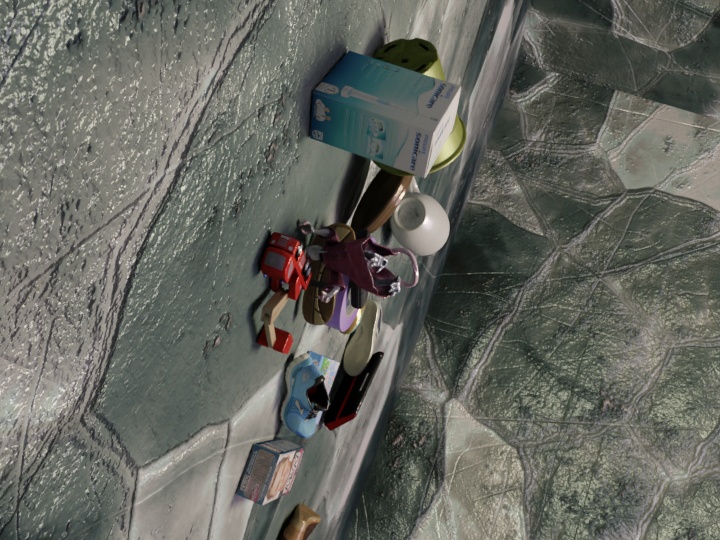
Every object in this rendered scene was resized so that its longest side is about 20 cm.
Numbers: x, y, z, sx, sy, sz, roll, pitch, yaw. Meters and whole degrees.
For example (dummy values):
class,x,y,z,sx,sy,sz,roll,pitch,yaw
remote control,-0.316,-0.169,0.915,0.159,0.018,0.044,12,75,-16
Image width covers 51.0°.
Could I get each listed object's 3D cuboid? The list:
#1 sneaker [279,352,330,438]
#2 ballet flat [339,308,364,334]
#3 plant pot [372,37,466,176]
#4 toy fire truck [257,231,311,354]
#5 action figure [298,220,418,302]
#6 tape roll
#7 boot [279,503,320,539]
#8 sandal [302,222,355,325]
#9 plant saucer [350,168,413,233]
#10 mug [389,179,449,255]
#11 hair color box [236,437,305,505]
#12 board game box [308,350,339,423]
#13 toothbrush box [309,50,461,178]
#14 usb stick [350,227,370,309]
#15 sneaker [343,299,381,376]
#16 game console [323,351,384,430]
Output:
class,x,y,z,sx,sy,sz,roll,pitch,yaw
sneaker,-0.105,0.265,1.491,0.078,0.089,0.203,-30,138,-35
ballet flat,-0.015,0.048,1.731,0.063,0.067,0.203,53,49,-42
plant pot,0.092,-0.316,1.401,0.192,0.196,0.202,73,36,-48
toy fire truck,-0.127,0.041,1.193,0.201,0.048,0.144,78,32,-68
action figure,-0.019,-0.027,1.278,0.147,0.198,0.137,-20,114,-39
tape roll,-0.031,0.019,1.562,0.200,0.064,0.205,20,89,-79
boot,-0.180,0.706,1.969,0.168,0.071,0.200,-59,169,-2
sandal,-0.063,0.003,1.384,0.054,0.078,0.204,-82,-173,-68
plant saucer,0.047,-0.152,1.509,0.201,0.029,0.201,-50,-161,23
mug,0.143,-0.153,1.966,0.175,0.144,0.205,27,52,-71
hair color box,-0.173,0.394,1.493,0.200,0.059,0.102,42,67,-76
board game box,-0.103,0.263,1.667,0.200,0.036,0.154,49,60,-77
toothbrush box,0.039,-0.244,1.164,0.147,0.196,0.087,-60,164,-44
usb stick,0.000,0.000,1.446,0.202,0.032,0.056,91,20,-52
sneaker,0.014,0.180,1.983,0.084,0.073,0.204,30,79,-73
game console,-0.017,0.314,1.961,0.176,0.031,0.202,-34,-156,52
